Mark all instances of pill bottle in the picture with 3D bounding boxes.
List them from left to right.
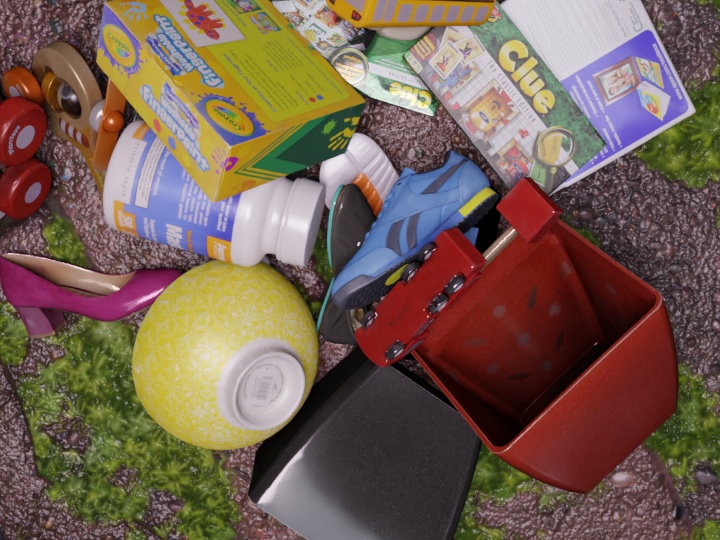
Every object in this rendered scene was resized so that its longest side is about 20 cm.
[{"bbox_3d":[-0.138,-0.069,0.892,0.197,0.112,0.114,16,99,4],"label":"pill bottle"}]

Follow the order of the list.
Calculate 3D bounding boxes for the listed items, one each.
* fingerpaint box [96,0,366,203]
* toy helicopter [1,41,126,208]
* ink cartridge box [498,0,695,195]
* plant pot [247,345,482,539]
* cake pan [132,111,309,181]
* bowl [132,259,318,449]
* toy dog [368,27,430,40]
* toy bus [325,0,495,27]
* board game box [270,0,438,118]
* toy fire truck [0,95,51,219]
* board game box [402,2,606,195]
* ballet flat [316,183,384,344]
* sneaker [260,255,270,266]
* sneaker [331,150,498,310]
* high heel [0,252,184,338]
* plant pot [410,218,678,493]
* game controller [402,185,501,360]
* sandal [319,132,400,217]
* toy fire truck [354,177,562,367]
[{"bbox_3d":[-0.122,-0.176,0.857,0.200,0.166,0.074,48,139,19],"label":"fingerpaint box"},{"bbox_3d":[-0.269,-0.135,0.934,0.131,0.079,0.202,6,125,41],"label":"toy helicopter"},{"bbox_3d":[0.211,-0.201,0.942,0.198,0.043,0.200,-29,98,4],"label":"ink cartridge box"},{"bbox_3d":[0.018,0.190,0.943,0.199,0.200,0.179,35,89,-4],"label":"plant pot"},{"bbox_3d":[-0.152,-0.124,0.966,0.196,0.037,0.204,0,99,1],"label":"cake pan"},{"bbox_3d":[-0.114,0.099,0.905,0.198,0.107,0.203,-13,115,-30],"label":"bowl"},{"bbox_3d":[0.045,-0.342,0.868,0.194,0.139,0.200,42,88,-19],"label":"toy dog"},{"bbox_3d":[0.036,-0.257,0.792,0.065,0.198,0.079,44,131,33],"label":"toy bus"},{"bbox_3d":[-0.002,-0.238,0.951,0.197,0.023,0.106,17,97,-1],"label":"board game box"},{"bbox_3d":[-0.399,-0.096,0.887,0.111,0.168,0.201,31,142,10],"label":"toy fire truck"},{"bbox_3d":[0.143,-0.169,0.909,0.105,0.023,0.201,-40,96,3],"label":"board game box"},{"bbox_3d":[0.000,0.000,0.921,0.067,0.068,0.202,20,137,12],"label":"ballet flat"},{"bbox_3d":[-0.142,0.078,0.991,0.105,0.076,0.201,38,98,-23],"label":"sneaker"},{"bbox_3d":[0.038,-0.041,0.860,0.199,0.066,0.079,-38,78,-20],"label":"sneaker"},{"bbox_3d":[-0.289,0.006,0.971,0.197,0.068,0.097,-16,109,7],"label":"high heel"},{"bbox_3d":[0.196,0.099,0.906,0.200,0.200,0.176,-42,126,1],"label":"plant pot"},{"bbox_3d":[0.080,0.001,0.950,0.103,0.042,0.203,3,110,-20],"label":"game controller"},{"bbox_3d":[0.022,-0.057,0.966,0.079,0.059,0.208,-34,119,5],"label":"sandal"},{"bbox_3d":[0.092,0.003,0.871,0.049,0.140,0.201,48,119,16],"label":"toy fire truck"}]
